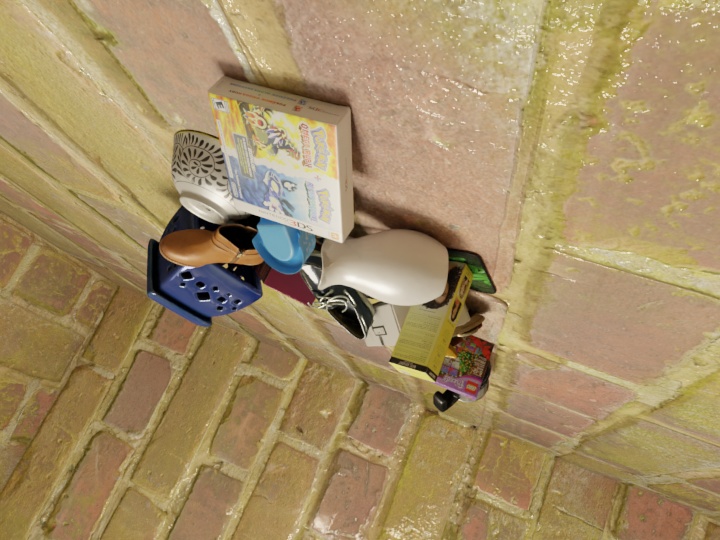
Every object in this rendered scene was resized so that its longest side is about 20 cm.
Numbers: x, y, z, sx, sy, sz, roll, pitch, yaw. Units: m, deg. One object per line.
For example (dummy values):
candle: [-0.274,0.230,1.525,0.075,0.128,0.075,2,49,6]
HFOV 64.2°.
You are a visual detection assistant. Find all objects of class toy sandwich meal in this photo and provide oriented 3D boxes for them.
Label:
toy sandwich meal: [0.166,0.145,1.182,0.204,0.071,0.205,-19,-179,0]

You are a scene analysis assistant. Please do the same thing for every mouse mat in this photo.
mouse mat: [0.137,-0.010,1.032,0.199,0.008,0.161,12,160,30]

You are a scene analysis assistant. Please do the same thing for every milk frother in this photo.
milk frother: [0.238,0.255,1.531,0.201,0.180,0.188,64,179,24]

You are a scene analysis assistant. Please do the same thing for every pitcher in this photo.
pitcher: [0.034,-0.018,0.943,0.199,0.122,0.172,5,-156,-4]

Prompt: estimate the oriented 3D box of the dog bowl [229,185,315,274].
dog bowl: [-0.136,-0.092,0.922,0.111,0.050,0.201,3,123,39]

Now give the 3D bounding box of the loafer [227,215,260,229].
loafer: [-0.222,-0.103,1.129,0.200,0.068,0.070,16,174,32]

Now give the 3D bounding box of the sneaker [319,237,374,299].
sneaker: [0.000,-0.001,1.128,0.199,0.071,0.083,37,165,-29]

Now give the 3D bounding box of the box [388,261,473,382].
box: [0.121,0.080,0.965,0.075,0.201,0.050,9,158,35]

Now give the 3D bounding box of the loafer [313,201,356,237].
loafer: [-0.073,-0.092,0.957,0.200,0.067,0.076,-21,106,47]

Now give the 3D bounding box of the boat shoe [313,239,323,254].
boat shoe: [-0.068,-0.013,1.052,0.199,0.063,0.071,27,139,3]

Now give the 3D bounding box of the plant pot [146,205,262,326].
plant pot: [-0.351,-0.006,1.251,0.179,0.201,0.200,-34,135,15]

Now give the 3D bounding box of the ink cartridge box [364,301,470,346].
ink cartridge box: [0.096,0.086,1.113,0.145,0.085,0.200,-18,178,-21]

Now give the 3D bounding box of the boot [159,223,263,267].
boot: [-0.262,-0.046,1.035,0.199,0.077,0.155,12,169,-14]

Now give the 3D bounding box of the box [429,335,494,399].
box: [0.203,0.206,1.375,0.199,0.137,0.039,20,163,8]

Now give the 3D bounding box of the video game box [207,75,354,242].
video game box: [-0.099,-0.142,0.766,0.181,0.047,0.201,16,141,15]

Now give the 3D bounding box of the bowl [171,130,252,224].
bowl: [-0.252,-0.141,0.995,0.200,0.095,0.201,21,163,7]

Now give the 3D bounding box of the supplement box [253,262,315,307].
supplement box: [-0.148,-0.004,1.191,0.110,0.086,0.200,29,-179,-19]

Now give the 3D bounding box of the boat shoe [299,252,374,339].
boat shoe: [-0.045,0.049,1.019,0.075,0.062,0.200,-15,131,27]
